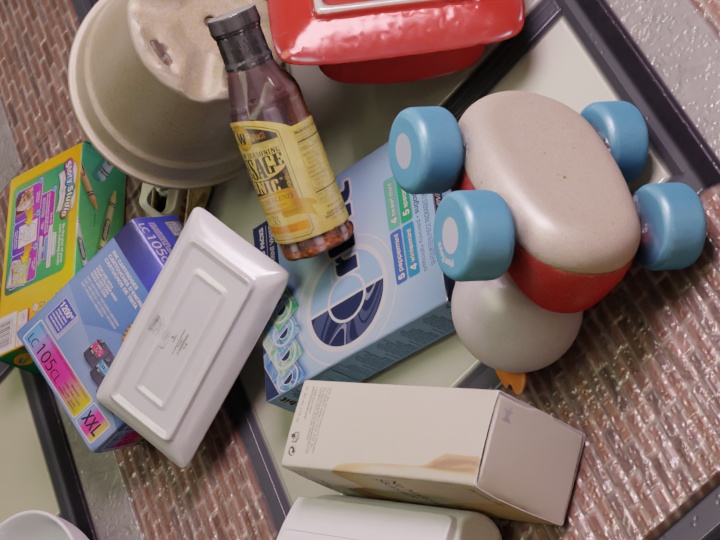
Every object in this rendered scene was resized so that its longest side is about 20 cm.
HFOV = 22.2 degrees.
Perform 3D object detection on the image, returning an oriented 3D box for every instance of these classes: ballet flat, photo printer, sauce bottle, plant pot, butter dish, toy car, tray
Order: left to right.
[{"bbox_3d":[-0.177,-0.038,1.670,0.071,0.071,0.200,-4,70,45],"label":"ballet flat"},{"bbox_3d":[-0.146,0.057,1.524,0.107,0.022,0.200,36,109,20],"label":"tray"},{"bbox_3d":[-0.140,-0.185,1.546,0.183,0.200,0.201,143,140,-74],"label":"plant pot"},{"bbox_3d":[-0.067,-0.108,1.439,0.066,0.066,0.200,-11,106,43],"label":"sauce bottle"},{"bbox_3d":[0.002,0.251,1.349,0.200,0.069,0.167,-1,71,47],"label":"photo printer"},{"bbox_3d":[0.025,-0.221,1.492,0.199,0.148,0.200,-8,58,0],"label":"butter dish"},{"bbox_3d":[0.111,-0.006,1.313,0.177,0.184,0.200,-116,32,-41],"label":"toy car"}]

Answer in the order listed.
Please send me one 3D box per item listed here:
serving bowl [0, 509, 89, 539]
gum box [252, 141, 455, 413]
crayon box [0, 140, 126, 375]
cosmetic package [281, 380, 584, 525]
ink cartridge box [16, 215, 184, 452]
[{"bbox_3d":[-0.282,0.316,1.621,0.200,0.066,0.201,-22,57,39],"label":"serving bowl"},{"bbox_3d":[0.000,0.000,1.484,0.200,0.045,0.170,-31,52,33],"label":"gum box"},{"bbox_3d":[-0.290,-0.012,1.782,0.119,0.058,0.200,-21,58,39],"label":"crayon box"},{"bbox_3d":[0.050,0.130,1.327,0.200,0.105,0.071,-1,68,48],"label":"cosmetic package"},{"bbox_3d":[-0.187,0.045,1.599,0.200,0.076,0.137,-42,75,23],"label":"ink cartridge box"}]
